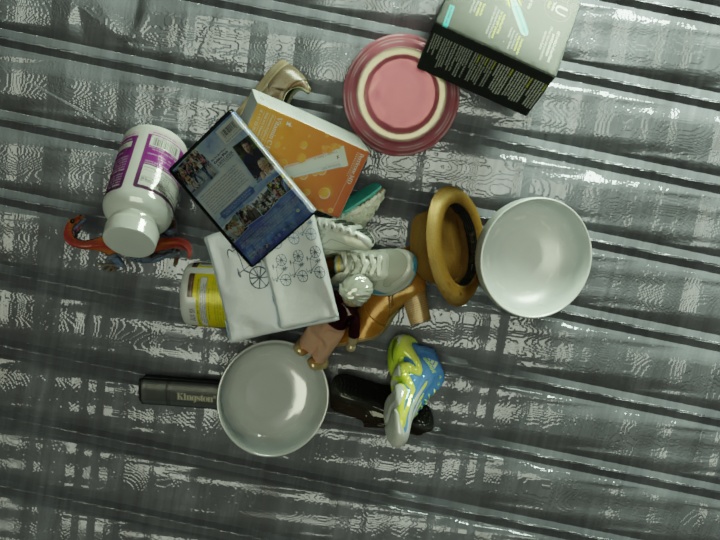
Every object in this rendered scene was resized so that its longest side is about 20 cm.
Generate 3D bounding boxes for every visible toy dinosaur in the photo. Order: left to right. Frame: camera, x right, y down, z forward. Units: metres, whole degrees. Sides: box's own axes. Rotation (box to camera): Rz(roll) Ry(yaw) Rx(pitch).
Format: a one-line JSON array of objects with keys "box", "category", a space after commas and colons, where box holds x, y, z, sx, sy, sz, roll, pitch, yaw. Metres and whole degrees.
[{"box": [-0.397, -0.060, 1.275, 0.180, 0.199, 0.107, 1, 83, -30], "category": "toy dinosaur"}]

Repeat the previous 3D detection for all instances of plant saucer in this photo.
[{"box": [0.069, -0.293, 1.270, 0.198, 0.051, 0.203, 0, 100, 1], "category": "plant saucer"}]

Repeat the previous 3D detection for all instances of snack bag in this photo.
[{"box": [-0.146, 0.007, 1.213, 0.198, 0.021, 0.191, -12, 96, 13], "category": "snack bag"}]

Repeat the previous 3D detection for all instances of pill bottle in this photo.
[{"box": [-0.351, -0.126, 1.228, 0.111, 0.113, 0.202, 5, 58, 1], "category": "pill bottle"}, {"box": [-0.201, 0.044, 1.300, 0.197, 0.109, 0.111, 2, 99, 2], "category": "pill bottle"}]

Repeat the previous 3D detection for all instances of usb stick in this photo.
[{"box": [-0.301, 0.221, 1.369, 0.197, 0.033, 0.056, 4, 98, 0], "category": "usb stick"}]

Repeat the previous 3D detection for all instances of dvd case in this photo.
[{"box": [-0.181, -0.123, 1.166, 0.142, 0.018, 0.200, -38, 97, 18], "category": "dvd case"}]

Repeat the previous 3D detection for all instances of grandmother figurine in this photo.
[{"box": [-0.044, 0.077, 1.257, 0.121, 0.061, 0.200, 39, 127, 1], "category": "grandmother figurine"}]

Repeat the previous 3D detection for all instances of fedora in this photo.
[{"box": [0.137, -0.040, 1.272, 0.081, 0.200, 0.203, -2, 101, 36], "category": "fedora"}]

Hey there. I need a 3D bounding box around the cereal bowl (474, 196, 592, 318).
[{"box": [0.282, -0.024, 1.281, 0.197, 0.083, 0.203, -1, 96, -10], "category": "cereal bowl"}]

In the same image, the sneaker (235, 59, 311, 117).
[{"box": [-0.163, -0.252, 1.269, 0.075, 0.070, 0.201, 37, 97, 2], "category": "sneaker"}]

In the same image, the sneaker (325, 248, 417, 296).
[{"box": [0.000, 0.000, 1.260, 0.198, 0.081, 0.078, -7, 74, 30], "category": "sneaker"}]

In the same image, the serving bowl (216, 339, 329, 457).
[{"box": [-0.157, 0.220, 1.335, 0.197, 0.066, 0.203, 0, 91, -18], "category": "serving bowl"}]

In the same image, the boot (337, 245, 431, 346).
[{"box": [0.017, 0.043, 1.324, 0.199, 0.071, 0.146, -19, 87, 11], "category": "boot"}]

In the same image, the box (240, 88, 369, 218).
[{"box": [-0.104, -0.188, 1.231, 0.198, 0.098, 0.125, 20, 109, -21], "category": "box"}]

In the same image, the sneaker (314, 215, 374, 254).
[{"box": [-0.070, -0.049, 1.236, 0.198, 0.075, 0.082, 12, 96, 23], "category": "sneaker"}]

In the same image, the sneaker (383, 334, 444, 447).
[{"box": [0.099, 0.207, 1.299, 0.104, 0.076, 0.202, 13, 60, -14], "category": "sneaker"}]

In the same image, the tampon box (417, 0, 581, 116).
[{"box": [0.214, -0.369, 1.192, 0.198, 0.126, 0.151, 24, 71, -2], "category": "tampon box"}]

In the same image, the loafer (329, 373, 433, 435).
[{"box": [0.034, 0.245, 1.354, 0.198, 0.073, 0.072, 22, 129, -3], "category": "loafer"}]

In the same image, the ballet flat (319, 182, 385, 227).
[{"box": [-0.036, -0.079, 1.304, 0.198, 0.072, 0.072, -28, 97, 11], "category": "ballet flat"}]
